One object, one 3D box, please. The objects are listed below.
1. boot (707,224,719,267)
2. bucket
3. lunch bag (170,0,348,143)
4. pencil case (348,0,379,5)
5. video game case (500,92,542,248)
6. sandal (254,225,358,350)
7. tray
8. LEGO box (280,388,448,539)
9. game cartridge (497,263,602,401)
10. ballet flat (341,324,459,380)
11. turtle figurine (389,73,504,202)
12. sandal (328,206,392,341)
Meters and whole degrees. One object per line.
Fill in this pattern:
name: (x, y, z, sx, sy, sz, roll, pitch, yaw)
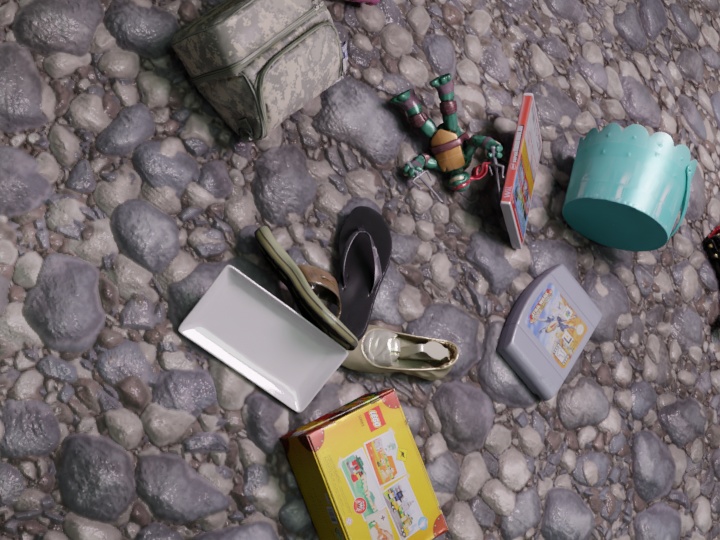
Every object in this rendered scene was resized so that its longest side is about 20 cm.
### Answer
boot: (0.692, 0.008, 1.670, 0.203, 0.073, 0.155, -39, 98, -40)
bucket: (0.436, -0.130, 1.466, 0.206, 0.207, 0.136, 30, 73, -23)
lunch bag: (-0.122, -0.286, 1.191, 0.200, 0.139, 0.169, -45, 119, -32)
pencil case: (-0.051, -0.452, 1.304, 0.198, 0.083, 0.088, 5, 69, -31)
video game case: (0.256, -0.156, 1.412, 0.143, 0.017, 0.202, 58, 42, -58)
sandal: (-0.063, 0.017, 1.155, 0.057, 0.080, 0.202, -34, 84, -16)
tray: (-0.122, 0.087, 1.135, 0.199, 0.022, 0.108, 37, 96, -19)
LEGO box: (0.007, 0.276, 1.156, 0.148, 0.077, 0.202, -21, 89, -35)
game cartridge: (0.300, 0.089, 1.419, 0.133, 0.041, 0.200, 50, 57, -17)
ballet flat: (0.053, 0.110, 1.236, 0.198, 0.069, 0.070, 10, 72, -30)
turtle figurine: (0.129, -0.185, 1.346, 0.148, 0.101, 0.202, -24, 102, 5)
sandal: (0.001, 0.000, 1.219, 0.075, 0.043, 0.202, 6, 66, 6)
